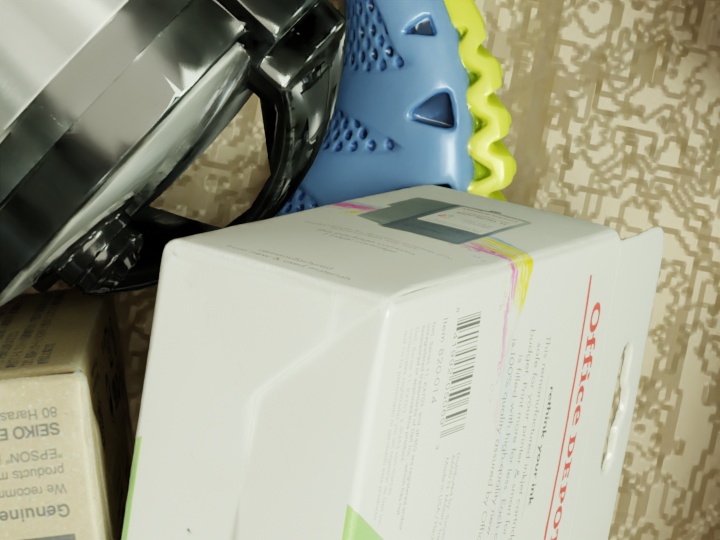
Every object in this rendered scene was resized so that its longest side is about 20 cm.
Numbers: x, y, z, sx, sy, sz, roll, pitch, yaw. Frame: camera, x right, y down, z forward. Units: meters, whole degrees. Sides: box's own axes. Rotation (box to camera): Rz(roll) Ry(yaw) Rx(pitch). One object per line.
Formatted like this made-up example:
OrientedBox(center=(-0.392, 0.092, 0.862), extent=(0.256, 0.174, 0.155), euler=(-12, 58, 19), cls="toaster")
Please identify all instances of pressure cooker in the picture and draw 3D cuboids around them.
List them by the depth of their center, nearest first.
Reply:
OrientedBox(center=(-0.100, -0.081, 0.847), extent=(0.200, 0.176, 0.179), euler=(43, 95, -3), cls="pressure cooker")

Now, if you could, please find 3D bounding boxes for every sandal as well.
OrientedBox(center=(0.000, 0.000, 0.906), extent=(0.087, 0.079, 0.200), euler=(1, 93, -10), cls="sandal")

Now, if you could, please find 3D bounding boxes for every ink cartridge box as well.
OrientedBox(center=(0.013, 0.042, 0.815), extent=(0.067, 0.200, 0.117), euler=(15, 102, 24), cls="ink cartridge box")
OrientedBox(center=(-0.150, 0.058, 0.844), extent=(0.165, 0.200, 0.075), euler=(-8, 97, -1), cls="ink cartridge box")
